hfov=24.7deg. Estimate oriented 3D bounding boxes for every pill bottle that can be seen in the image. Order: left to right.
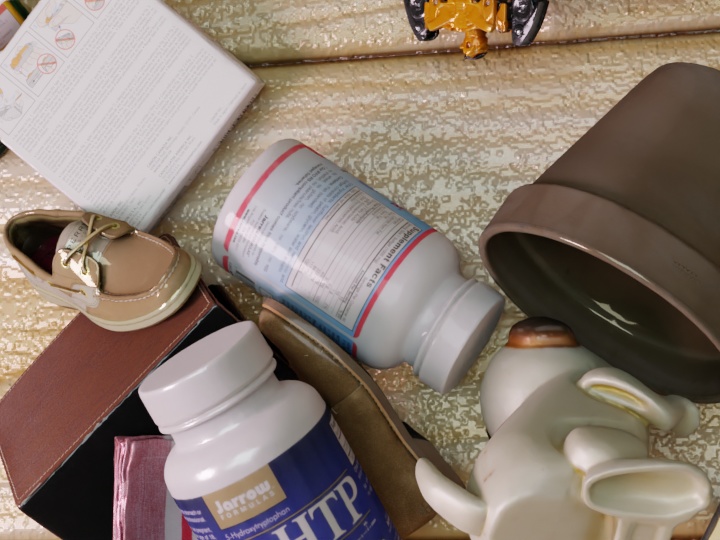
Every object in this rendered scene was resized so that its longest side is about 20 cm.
[{"bbox_3d":[-0.061,0.142,1.092,0.119,0.120,0.201,-28,101,8],"label":"pill bottle"},{"bbox_3d":[0.000,0.000,1.176,0.199,0.109,0.109,34,92,13],"label":"pill bottle"}]

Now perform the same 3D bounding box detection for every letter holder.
[{"bbox_3d":[-0.165,0.092,1.211,0.200,0.101,0.142,-46,34,2],"label":"letter holder"}]

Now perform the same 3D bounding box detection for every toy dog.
[{"bbox_3d":[0.132,0.125,1.099,0.192,0.201,0.141,0,121,1],"label":"toy dog"}]

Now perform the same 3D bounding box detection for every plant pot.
[{"bbox_3d":[0.205,-0.038,1.105,0.199,0.200,0.174,30,75,14],"label":"plant pot"}]

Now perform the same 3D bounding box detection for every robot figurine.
[{"bbox_3d":[0.088,-0.249,1.143,0.144,0.058,0.202,11,105,44],"label":"robot figurine"}]

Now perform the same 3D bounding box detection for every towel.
[{"bbox_3d":[-0.078,0.188,1.158,0.198,0.023,0.146,2,84,-26],"label":"towel"}]

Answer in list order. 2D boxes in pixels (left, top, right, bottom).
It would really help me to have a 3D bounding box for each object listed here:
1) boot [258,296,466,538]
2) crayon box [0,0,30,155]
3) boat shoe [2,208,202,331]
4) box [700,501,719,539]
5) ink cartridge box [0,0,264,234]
[{"bbox_3d":[-0.014,0.107,1.153,0.075,0.074,0.200,-41,103,-5],"label":"boot"},{"bbox_3d":[-0.331,-0.186,1.300,0.126,0.052,0.200,-41,78,5],"label":"crayon box"},{"bbox_3d":[-0.195,-0.006,1.193,0.199,0.066,0.074,5,57,45],"label":"boat shoe"},{"bbox_3d":[0.300,0.254,1.082,0.199,0.106,0.153,27,90,14],"label":"box"},{"bbox_3d":[-0.198,-0.142,1.246,0.199,0.050,0.161,39,94,1],"label":"ink cartridge box"}]
